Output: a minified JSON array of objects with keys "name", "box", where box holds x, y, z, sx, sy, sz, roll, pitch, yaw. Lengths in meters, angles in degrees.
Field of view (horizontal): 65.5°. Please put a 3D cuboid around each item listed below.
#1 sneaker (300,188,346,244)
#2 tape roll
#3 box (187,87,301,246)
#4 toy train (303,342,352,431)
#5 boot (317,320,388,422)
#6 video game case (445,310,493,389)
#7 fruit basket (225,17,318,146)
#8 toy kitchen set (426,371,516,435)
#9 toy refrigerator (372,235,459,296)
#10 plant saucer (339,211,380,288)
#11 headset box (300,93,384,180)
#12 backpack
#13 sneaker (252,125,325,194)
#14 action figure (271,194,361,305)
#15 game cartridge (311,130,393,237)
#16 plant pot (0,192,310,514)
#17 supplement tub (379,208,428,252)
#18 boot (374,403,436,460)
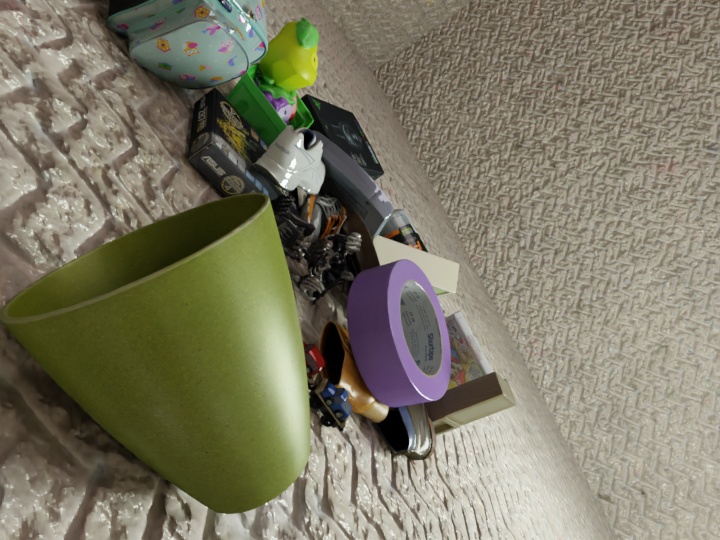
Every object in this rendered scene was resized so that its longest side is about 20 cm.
[{"name":"sneaker","box":[-0.065,-0.089,0.931,0.077,0.078,0.200,28,24,-9]},{"name":"tape roll","box":[0.060,0.088,0.795,0.200,0.065,0.201,37,44,-49]},{"name":"box","box":[-0.166,-0.149,0.826,0.200,0.049,0.162,48,22,-39]},{"name":"toy train","box":[-0.068,0.109,0.675,0.200,0.046,0.034,57,17,-9]},{"name":"boot","box":[-0.009,0.105,0.799,0.144,0.071,0.202,53,23,-43]},{"name":"video game case","box":[0.172,0.188,1.047,0.023,0.200,0.183,-21,78,-30]},{"name":"fruit basket","box":[-0.128,-0.310,0.949,0.156,0.215,0.216,53,18,-18]},{"name":"toy kitchen set","box":[0.155,0.174,0.976,0.163,0.180,0.201,39,30,-51]},{"name":"toy refrigerator","box":[0.089,-0.003,1.099,0.199,0.076,0.070,17,73,-25]},{"name":"plant saucer","box":[0.000,0.000,0.956,0.200,0.032,0.201,164,-90,-79]},{"name":"headset box","box":[-0.064,-0.267,1.207,0.200,0.093,0.175,-3,63,-60]},{"name":"backpack","box":[-0.224,-0.344,0.779,0.200,0.175,0.154,-2,79,-70]},{"name":"sneaker","box":[-0.084,-0.166,0.838,0.074,0.087,0.200,37,13,3]},{"name":"action figure","box":[-0.061,-0.017,0.797,0.200,0.119,0.102,36,-6,-41]},{"name":"game cartridge","box":[-0.028,-0.150,0.977,0.200,0.040,0.133,44,-14,2]},{"name":"plant pot","box":[-0.117,0.072,0.416,0.187,0.186,0.201,-78,150,-66]},{"name":"supplement tub","box":[0.089,-0.023,1.226,0.201,0.122,0.122,61,17,7]},{"name":"boot","box":[0.055,0.188,0.850,0.097,0.075,0.201,31,34,-63]}]
